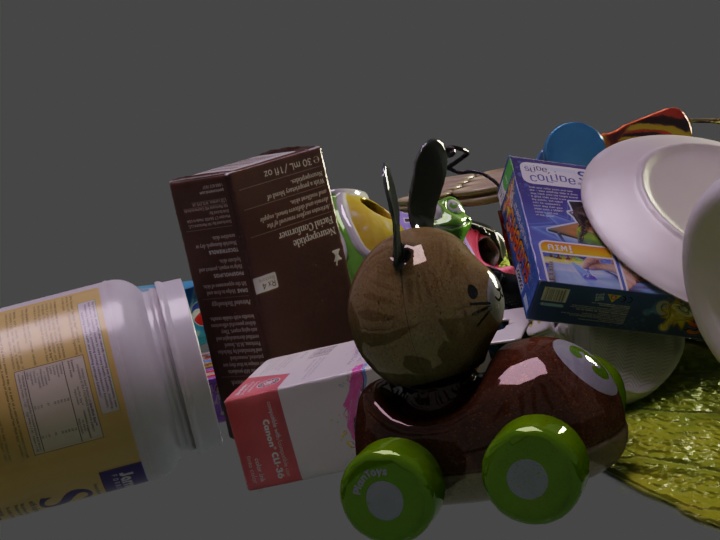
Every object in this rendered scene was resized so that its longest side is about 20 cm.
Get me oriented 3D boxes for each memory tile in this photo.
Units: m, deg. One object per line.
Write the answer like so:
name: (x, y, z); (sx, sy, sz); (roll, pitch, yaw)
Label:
memory tile: (0.119, -0.076, 1.540); (0.152, 0.017, 0.200); (-9, 6, 13)

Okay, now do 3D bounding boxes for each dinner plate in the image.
dinner plate: (0.244, -0.037, 1.140); (0.199, 0.024, 0.201); (10, 39, -8)

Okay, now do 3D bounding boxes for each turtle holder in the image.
turtle holder: (-0.011, 0.001, 1.395); (0.140, 0.132, 0.185); (-1, -15, -35)

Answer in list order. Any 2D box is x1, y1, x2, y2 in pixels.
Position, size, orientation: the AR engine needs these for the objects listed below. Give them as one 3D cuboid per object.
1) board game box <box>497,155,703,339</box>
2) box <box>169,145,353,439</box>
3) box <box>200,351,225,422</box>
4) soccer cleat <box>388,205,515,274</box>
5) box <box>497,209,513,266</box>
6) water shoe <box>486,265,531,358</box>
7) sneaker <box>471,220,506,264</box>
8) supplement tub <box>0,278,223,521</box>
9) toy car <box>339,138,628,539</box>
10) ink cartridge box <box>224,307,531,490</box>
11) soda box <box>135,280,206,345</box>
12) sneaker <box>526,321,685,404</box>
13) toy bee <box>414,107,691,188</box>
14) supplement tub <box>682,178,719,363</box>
board game box: (0.198, -0.013, 1.141); (0.199, 0.035, 0.136); (7, 39, -11)
box: (-0.064, 0.016, 1.279); (0.075, 0.201, 0.100); (-3, 13, 45)
box: (-0.179, 0.108, 1.431); (0.199, 0.039, 0.137); (-12, 7, 12)
soccer cleat: (0.081, -0.012, 1.485); (0.073, 0.068, 0.200); (-43, 31, 7)
box: (0.216, -0.033, 1.530); (0.095, 0.100, 0.200); (-8, 10, 35)
water shoe: (0.088, 0.038, 1.303); (0.199, 0.079, 0.071); (-19, 8, -33)
sneaker: (0.055, -0.015, 1.799); (0.199, 0.070, 0.090); (-14, 10, 12)
supplement tub: (-0.207, 0.089, 1.209); (0.199, 0.146, 0.145); (-14, 7, -6)
toy car: (0.057, 0.028, 0.967); (0.157, 0.201, 0.164); (-11, 8, 19)
ink cartridge box: (0.024, 0.082, 1.143); (0.199, 0.068, 0.116); (-13, 8, 14)
soda box: (-0.236, 0.053, 1.849); (0.199, 0.065, 0.068); (-7, 10, 45)
sneaker: (0.164, 0.047, 1.187); (0.116, 0.074, 0.200); (-51, 9, 37)
toy bee: (0.157, -0.050, 1.293); (0.199, 0.109, 0.131); (-15, -10, 16)
supplement tub: (0.309, -0.013, 1.024); (0.199, 0.146, 0.145); (-18, 8, -28)
